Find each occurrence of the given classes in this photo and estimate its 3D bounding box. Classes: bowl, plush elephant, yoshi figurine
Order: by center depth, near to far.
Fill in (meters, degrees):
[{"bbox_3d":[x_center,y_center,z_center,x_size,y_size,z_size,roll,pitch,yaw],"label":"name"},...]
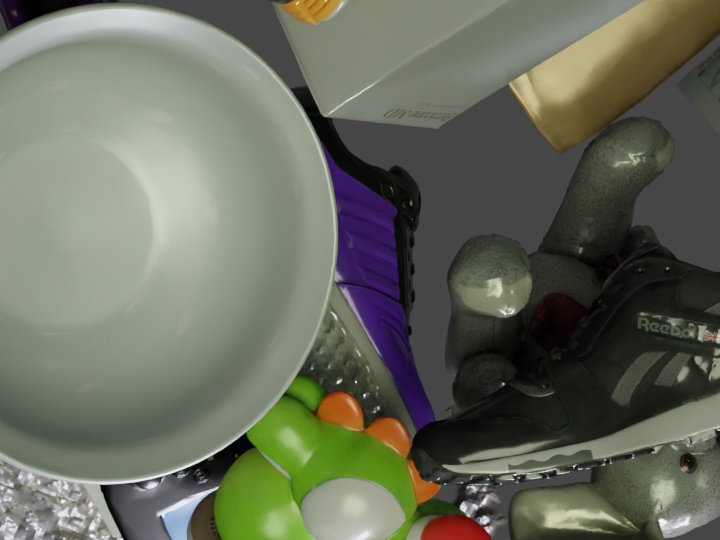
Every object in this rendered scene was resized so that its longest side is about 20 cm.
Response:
[{"bbox_3d":[-0.118,-0.014,0.982,0.201,0.090,0.201,-3,96,-26],"label":"bowl"},{"bbox_3d":[0.010,0.139,1.046,0.112,0.112,0.200,-42,94,-2],"label":"yoshi figurine"},{"bbox_3d":[0.124,0.060,1.083,0.155,0.165,0.200,32,129,20],"label":"plush elephant"}]

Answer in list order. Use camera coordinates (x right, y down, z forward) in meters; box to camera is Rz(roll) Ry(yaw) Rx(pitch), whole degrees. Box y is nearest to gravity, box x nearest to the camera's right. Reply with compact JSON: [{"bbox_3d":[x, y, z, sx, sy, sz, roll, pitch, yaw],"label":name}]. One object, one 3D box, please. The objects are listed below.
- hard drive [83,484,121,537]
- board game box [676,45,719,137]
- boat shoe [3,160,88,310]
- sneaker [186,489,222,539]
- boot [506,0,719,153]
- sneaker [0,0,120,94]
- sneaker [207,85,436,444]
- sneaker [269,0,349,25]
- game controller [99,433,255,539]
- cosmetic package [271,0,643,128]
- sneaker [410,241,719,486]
[{"bbox_3d":[-0.107,0.022,1.121,0.132,0.027,0.200,-24,112,4],"label":"hard drive"},{"bbox_3d":[0.234,-0.086,1.020,0.148,0.200,0.064,-44,110,11],"label":"board game box"},{"bbox_3d":[-0.173,-0.046,1.039,0.063,0.071,0.200,-33,103,-11],"label":"boat shoe"},{"bbox_3d":[-0.003,0.176,1.130,0.200,0.071,0.112,23,145,-9],"label":"sneaker"},{"bbox_3d":[0.127,-0.176,1.047,0.200,0.066,0.175,-32,97,14],"label":"boot"},{"bbox_3d":[-0.143,-0.180,1.005,0.074,0.088,0.200,-13,112,-1],"label":"sneaker"},{"bbox_3d":[0.000,0.000,1.086,0.100,0.070,0.200,-39,109,-33],"label":"sneaker"},{"bbox_3d":[-0.061,-0.163,0.963,0.077,0.200,0.078,27,92,-31],"label":"sneaker"},{"bbox_3d":[-0.056,0.143,1.145,0.104,0.042,0.200,-20,126,1],"label":"game controller"},{"bbox_3d":[0.069,-0.143,0.982,0.200,0.113,0.081,-33,75,28],"label":"cosmetic package"},{"bbox_3d":[0.111,0.037,0.986,0.200,0.076,0.088,-13,86,-14],"label":"sneaker"}]
